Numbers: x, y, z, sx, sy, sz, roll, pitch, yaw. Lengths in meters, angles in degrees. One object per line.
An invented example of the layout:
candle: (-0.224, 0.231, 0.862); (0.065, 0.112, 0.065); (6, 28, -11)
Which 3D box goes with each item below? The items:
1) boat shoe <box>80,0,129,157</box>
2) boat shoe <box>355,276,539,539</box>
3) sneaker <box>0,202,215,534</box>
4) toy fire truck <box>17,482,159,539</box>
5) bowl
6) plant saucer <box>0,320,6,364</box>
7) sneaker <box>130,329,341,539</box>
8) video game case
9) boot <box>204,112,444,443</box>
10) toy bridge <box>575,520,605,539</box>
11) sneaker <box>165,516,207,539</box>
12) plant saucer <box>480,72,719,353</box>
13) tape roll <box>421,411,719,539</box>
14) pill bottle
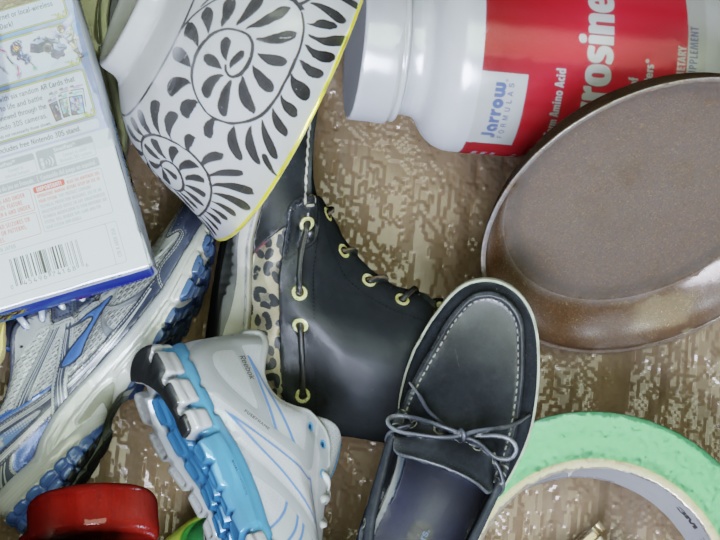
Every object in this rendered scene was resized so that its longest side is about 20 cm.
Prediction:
boat shoe: (-0.161, -0.138, 1.147); (0.074, 0.068, 0.202); (-1, 80, -7)
boat shoe: (0.045, 0.096, 1.082); (0.074, 0.062, 0.201); (21, 75, 2)
sneaker: (-0.150, 0.037, 1.123); (0.085, 0.077, 0.201); (33, 77, 4)
toy fire truck: (-0.183, 0.177, 1.036); (0.167, 0.200, 0.113); (-3, 71, -13)
bowl: (-0.073, -0.125, 1.072); (0.094, 0.201, 0.202); (24, 79, -14)
plant saucer: (-0.285, -0.041, 1.117); (0.198, 0.048, 0.202); (-2, 82, -1)
sneaker: (-0.038, 0.117, 1.065); (0.086, 0.075, 0.201); (-19, 79, -27)
video game case: (-0.223, -0.057, 1.074); (0.199, 0.045, 0.182); (-16, 84, -4)
boot: (0.000, 0.001, 1.150); (0.153, 0.073, 0.205); (10, 90, -9)
toy bridge: (0.063, 0.207, 1.154); (0.200, 0.027, 0.067); (-43, 89, -12)
sneaker: (-0.021, 0.199, 1.106); (0.084, 0.074, 0.200); (-41, 77, -14)
plant saucer: (0.157, -0.035, 1.140); (0.199, 0.201, 0.032); (-11, 48, -10)
tape roll: (0.124, 0.178, 1.128); (0.199, 0.048, 0.202); (1, 77, -5)
pill bottle: (0.094, -0.118, 1.162); (0.198, 0.112, 0.113); (4, 81, -8)
